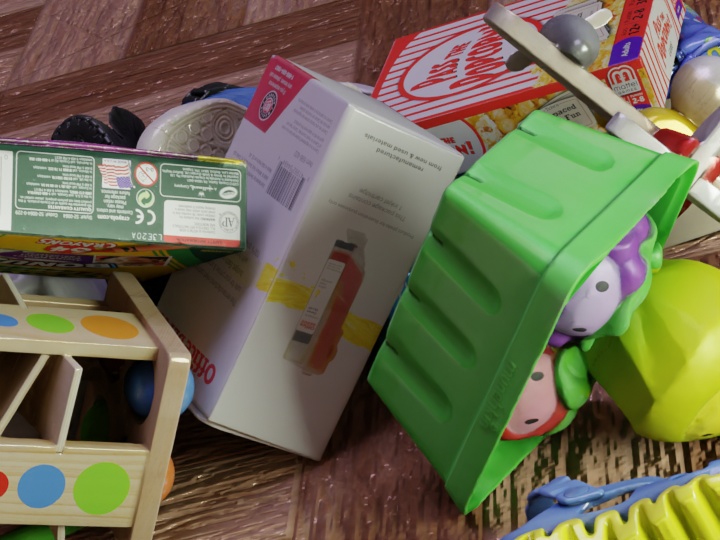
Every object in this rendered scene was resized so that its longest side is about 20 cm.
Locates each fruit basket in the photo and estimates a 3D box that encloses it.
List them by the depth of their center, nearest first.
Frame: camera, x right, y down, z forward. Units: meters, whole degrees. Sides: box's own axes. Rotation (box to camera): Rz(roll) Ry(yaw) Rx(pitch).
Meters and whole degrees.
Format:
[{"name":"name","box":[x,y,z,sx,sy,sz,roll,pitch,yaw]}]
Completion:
[{"name":"fruit basket","box":[0.129,0.039,1.358,0.215,0.216,0.155,3,32,40]}]

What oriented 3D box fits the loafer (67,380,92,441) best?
[{"name":"loafer","box":[-0.207,0.045,1.548,0.072,0.200,0.063,-59,31,9]}]

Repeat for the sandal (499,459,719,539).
[{"name":"sandal","box":[0.149,0.123,1.252,0.199,0.080,0.087,-11,21,13]}]

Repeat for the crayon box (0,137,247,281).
[{"name":"crayon box","box":[-0.188,-0.033,1.492,0.199,0.059,0.172,4,-9,-23]}]

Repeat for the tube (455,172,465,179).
[{"name":"tube","box":[0.103,-0.004,1.597,0.077,0.051,0.200,-22,30,-5]}]

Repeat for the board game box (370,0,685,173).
[{"name":"board game box","box":[0.105,-0.126,1.683,0.199,0.046,0.152,-16,26,21]}]

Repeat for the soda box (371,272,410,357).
[{"name":"soda box","box":[0.000,0.000,1.633,0.068,0.064,0.200,-27,25,-20]}]

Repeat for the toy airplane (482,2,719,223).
[{"name":"toy airplane","box":[0.175,-0.069,1.461,0.199,0.200,0.141,21,65,37]}]

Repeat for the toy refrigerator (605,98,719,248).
[{"name":"toy refrigerator","box":[0.225,-0.069,1.620,0.199,0.070,0.076,-19,27,3]}]

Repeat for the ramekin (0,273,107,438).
[{"name":"ramekin","box":[-0.248,0.036,1.664,0.200,0.098,0.201,-20,28,11]}]

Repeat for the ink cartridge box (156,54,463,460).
[{"name":"ink cartridge box","box":[-0.039,-0.009,1.524,0.200,0.083,0.145,-64,26,7]}]

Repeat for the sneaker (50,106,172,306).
[{"name":"sneaker","box":[-0.141,-0.035,1.683,0.060,0.104,0.200,-37,62,10]}]

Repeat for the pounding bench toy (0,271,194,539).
[{"name":"pounding bench toy","box":[-0.189,0.111,1.473,0.155,0.201,0.124,5,21,-24]}]

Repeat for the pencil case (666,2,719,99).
[{"name":"pencil case","box":[0.214,-0.144,1.766,0.078,0.087,0.200,-51,23,7]}]

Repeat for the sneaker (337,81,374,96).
[{"name":"sneaker","box":[-0.059,-0.105,1.899,0.199,0.077,0.081,-8,16,19]}]

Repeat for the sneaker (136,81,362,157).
[{"name":"sneaker","box":[-0.095,-0.080,1.684,0.111,0.077,0.200,-5,11,42]}]
